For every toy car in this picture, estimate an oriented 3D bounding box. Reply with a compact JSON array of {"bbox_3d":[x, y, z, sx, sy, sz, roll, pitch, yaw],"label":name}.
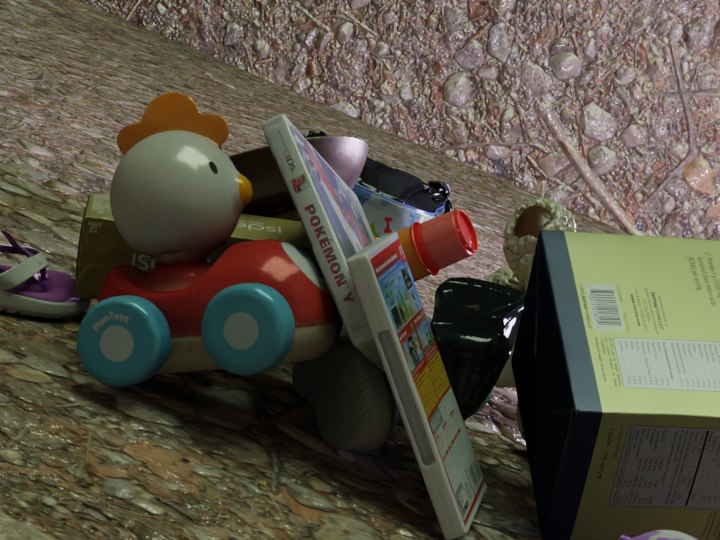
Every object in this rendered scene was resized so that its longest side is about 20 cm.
[{"bbox_3d":[-0.110,-0.029,1.402,0.175,0.202,0.184,-6,1,13],"label":"toy car"}]

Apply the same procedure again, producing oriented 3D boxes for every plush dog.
[{"bbox_3d":[0.153,0.042,1.773,0.160,0.201,0.172,35,8,-10],"label":"plush dog"}]

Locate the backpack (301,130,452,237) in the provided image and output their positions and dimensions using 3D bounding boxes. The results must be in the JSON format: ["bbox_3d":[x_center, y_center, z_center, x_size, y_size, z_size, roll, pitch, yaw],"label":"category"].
[{"bbox_3d":[-0.015,-0.043,1.940,0.182,0.148,0.200,23,6,3],"label":"backpack"}]

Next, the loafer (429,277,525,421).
[{"bbox_3d":[0.086,0.056,1.546,0.072,0.073,0.200,12,17,12],"label":"loafer"}]

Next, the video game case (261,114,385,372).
[{"bbox_3d":[-0.004,-0.005,1.467,0.184,0.023,0.200,67,8,20],"label":"video game case"}]

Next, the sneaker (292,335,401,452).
[{"bbox_3d":[0.009,0.090,1.497,0.081,0.075,0.200,14,12,-17],"label":"sneaker"}]

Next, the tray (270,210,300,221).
[{"bbox_3d":[-0.051,-0.014,1.703,0.098,0.037,0.200,-16,-9,-5],"label":"tray"}]

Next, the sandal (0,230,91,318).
[{"bbox_3d":[-0.271,-0.003,1.476,0.082,0.050,0.202,30,12,34],"label":"sandal"}]

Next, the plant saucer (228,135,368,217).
[{"bbox_3d":[-0.084,-0.058,1.619,0.198,0.037,0.200,-17,-9,-3],"label":"plant saucer"}]

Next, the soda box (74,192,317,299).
[{"bbox_3d":[-0.119,-0.007,1.529,0.198,0.068,0.064,8,19,-5],"label":"soda box"}]

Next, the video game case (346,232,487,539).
[{"bbox_3d":[0.042,0.077,1.384,0.017,0.202,0.143,-19,3,11],"label":"video game case"}]

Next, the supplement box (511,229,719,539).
[{"bbox_3d":[0.228,0.087,1.452,0.198,0.135,0.201,3,40,-7],"label":"supplement box"}]

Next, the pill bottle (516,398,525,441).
[{"bbox_3d":[0.229,0.137,1.598,0.110,0.112,0.199,11,14,-44],"label":"pill bottle"}]

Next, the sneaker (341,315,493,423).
[{"bbox_3d":[0.040,0.082,1.665,0.118,0.074,0.200,40,-9,-18],"label":"sneaker"}]

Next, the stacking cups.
[{"bbox_3d":[0.000,0.000,1.630,0.061,0.199,0.061,49,25,-34],"label":"stacking cups"}]

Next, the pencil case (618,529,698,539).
[{"bbox_3d":[0.159,0.203,1.172,0.085,0.084,0.200,43,16,16],"label":"pencil case"}]
